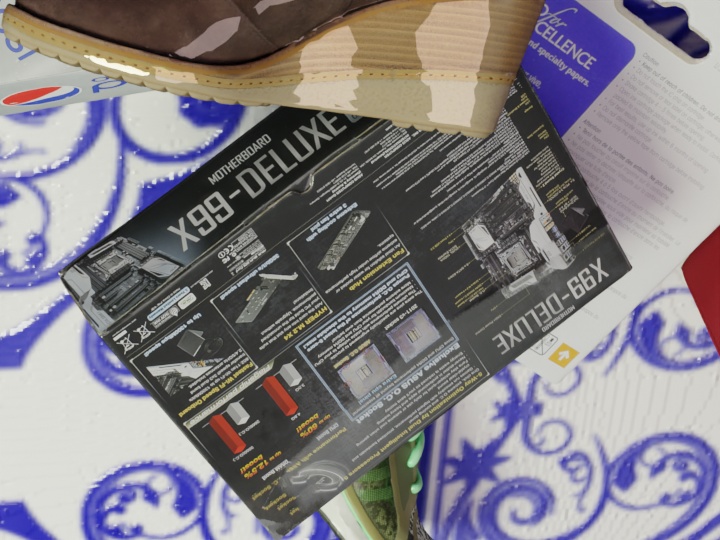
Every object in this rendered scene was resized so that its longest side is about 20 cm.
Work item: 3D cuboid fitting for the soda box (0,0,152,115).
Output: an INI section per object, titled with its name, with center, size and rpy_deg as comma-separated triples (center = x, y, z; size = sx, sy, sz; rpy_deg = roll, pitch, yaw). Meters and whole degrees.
[soda box]
center = -0.098, -0.107, 0.909
size = 0.200, 0.068, 0.064
rpy_deg = -10, 85, -5

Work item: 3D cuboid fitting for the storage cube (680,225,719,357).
[storage cube]
center = 0.280, 0.012, 1.013
size = 0.171, 0.180, 0.200
rpy_deg = 20, 118, -23

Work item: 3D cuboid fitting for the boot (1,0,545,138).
[boot]
center = -0.026, -0.143, 0.840
size = 0.200, 0.072, 0.167
rpy_deg = 7, 94, -6

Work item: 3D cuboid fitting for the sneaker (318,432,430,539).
[sneaker]
center = 0.008, 0.075, 1.065
size = 0.089, 0.077, 0.200
rpy_deg = -35, 127, -2

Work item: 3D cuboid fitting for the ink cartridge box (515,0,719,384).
[ink cartridge box]
center = 0.083, -0.065, 1.004
size = 0.198, 0.043, 0.200
rpy_deg = 32, 114, -29

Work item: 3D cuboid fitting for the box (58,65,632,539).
[box]
center = 0.000, 0.000, 0.936
size = 0.200, 0.050, 0.158
rpy_deg = -38, 134, -2
